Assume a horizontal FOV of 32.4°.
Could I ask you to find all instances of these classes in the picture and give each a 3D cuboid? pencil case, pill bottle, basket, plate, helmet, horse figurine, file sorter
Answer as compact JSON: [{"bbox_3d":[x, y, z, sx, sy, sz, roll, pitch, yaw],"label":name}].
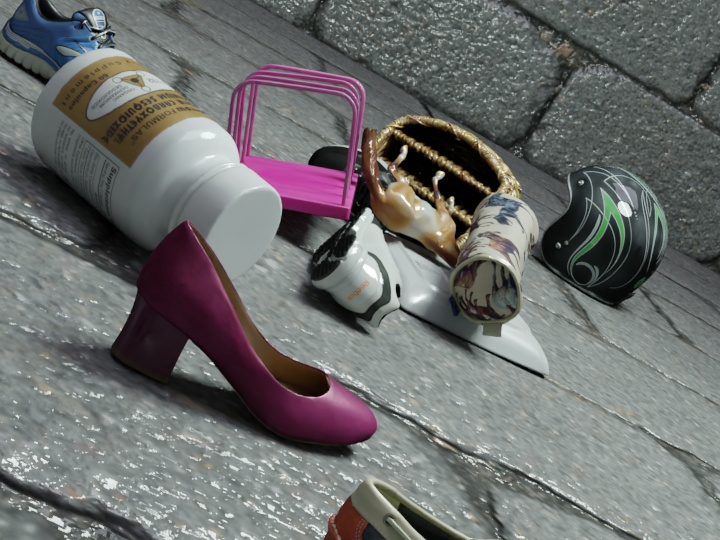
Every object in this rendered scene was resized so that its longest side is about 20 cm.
[{"bbox_3d":[0.144,-0.013,1.321,0.077,0.091,0.200,10,26,9],"label":"pencil case"},{"bbox_3d":[-0.161,-0.081,0.988,0.199,0.115,0.114,38,15,26],"label":"pill bottle"},{"bbox_3d":[0.105,-0.123,1.663,0.199,0.144,0.149,36,13,21],"label":"basket"},{"bbox_3d":[0.105,0.026,1.371,0.198,0.033,0.200,25,15,-23],"label":"plate"},{"bbox_3d":[0.396,-0.066,1.990,0.198,0.192,0.200,30,13,-8],"label":"helmet"},{"bbox_3d":[0.062,-0.076,1.402,0.199,0.050,0.134,34,40,-31],"label":"horse figurine"},{"bbox_3d":[-0.066,-0.146,1.323,0.137,0.127,0.200,9,14,0],"label":"file sorter"}]

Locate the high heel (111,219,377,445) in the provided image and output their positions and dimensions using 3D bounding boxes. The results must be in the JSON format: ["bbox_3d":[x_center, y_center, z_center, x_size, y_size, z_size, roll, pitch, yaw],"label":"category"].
[{"bbox_3d":[-0.055,0.046,0.803,0.198,0.097,0.068,23,15,-30],"label":"high heel"}]

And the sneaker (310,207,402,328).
[{"bbox_3d":[0.000,0.000,1.188,0.080,0.074,0.200,45,15,-10],"label":"sneaker"}]

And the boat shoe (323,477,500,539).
[{"bbox_3d":[0.067,0.177,0.681,0.198,0.063,0.071,28,11,-18],"label":"boat shoe"}]

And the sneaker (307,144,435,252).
[{"bbox_3d":[0.019,-0.087,1.481,0.199,0.076,0.087,34,10,9],"label":"sneaker"}]

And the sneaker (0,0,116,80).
[{"bbox_3d":[-0.279,-0.222,1.284,0.198,0.090,0.079,32,14,3],"label":"sneaker"}]
